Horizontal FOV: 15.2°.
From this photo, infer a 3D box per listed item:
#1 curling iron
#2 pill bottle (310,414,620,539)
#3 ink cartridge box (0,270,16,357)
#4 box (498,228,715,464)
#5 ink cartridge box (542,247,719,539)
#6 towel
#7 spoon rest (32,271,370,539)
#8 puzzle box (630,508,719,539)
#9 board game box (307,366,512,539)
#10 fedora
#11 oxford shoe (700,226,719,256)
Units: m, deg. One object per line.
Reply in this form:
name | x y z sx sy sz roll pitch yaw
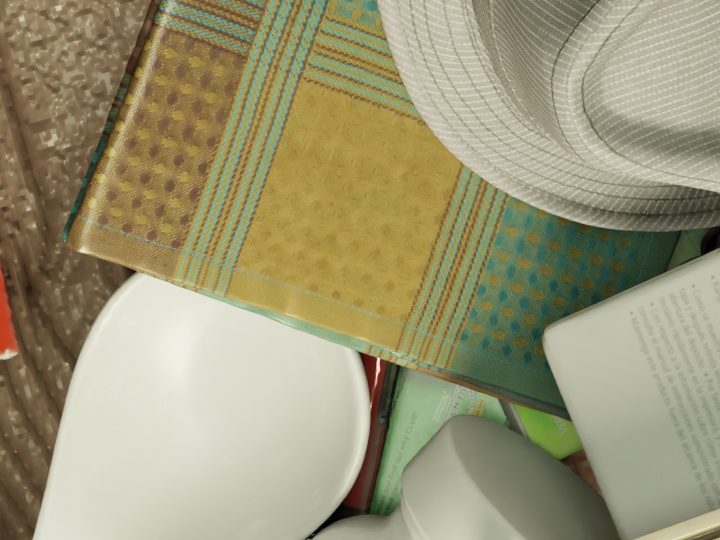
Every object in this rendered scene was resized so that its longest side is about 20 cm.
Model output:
curling iron | 0.000 0.000 0.874 0.049 0.026 0.201 18 111 8
pill bottle | 0.004 0.152 0.861 0.116 0.116 0.200 40 105 4
ink cartridge box | -0.219 -0.040 0.893 0.173 0.044 0.201 -17 66 4
box | 0.115 -0.042 0.899 0.199 0.036 0.145 -26 94 -2
ink cartridge box | 0.168 0.075 0.782 0.173 0.044 0.201 -24 72 9
towel | 0.021 -0.045 0.820 0.199 0.022 0.147 19 96 -29
spoon rest | -0.069 0.080 0.877 0.099 0.061 0.200 38 115 9
puzzle box | 0.139 0.121 0.744 0.199 0.025 0.134 -22 72 11
board game box | 0.013 0.015 0.927 0.104 0.023 0.201 22 90 2
fedora | 0.108 -0.077 0.752 0.199 0.090 0.178 -13 118 -1
oxford shoe | 0.150 -0.013 0.852 0.072 0.071 0.201 22 91 0
